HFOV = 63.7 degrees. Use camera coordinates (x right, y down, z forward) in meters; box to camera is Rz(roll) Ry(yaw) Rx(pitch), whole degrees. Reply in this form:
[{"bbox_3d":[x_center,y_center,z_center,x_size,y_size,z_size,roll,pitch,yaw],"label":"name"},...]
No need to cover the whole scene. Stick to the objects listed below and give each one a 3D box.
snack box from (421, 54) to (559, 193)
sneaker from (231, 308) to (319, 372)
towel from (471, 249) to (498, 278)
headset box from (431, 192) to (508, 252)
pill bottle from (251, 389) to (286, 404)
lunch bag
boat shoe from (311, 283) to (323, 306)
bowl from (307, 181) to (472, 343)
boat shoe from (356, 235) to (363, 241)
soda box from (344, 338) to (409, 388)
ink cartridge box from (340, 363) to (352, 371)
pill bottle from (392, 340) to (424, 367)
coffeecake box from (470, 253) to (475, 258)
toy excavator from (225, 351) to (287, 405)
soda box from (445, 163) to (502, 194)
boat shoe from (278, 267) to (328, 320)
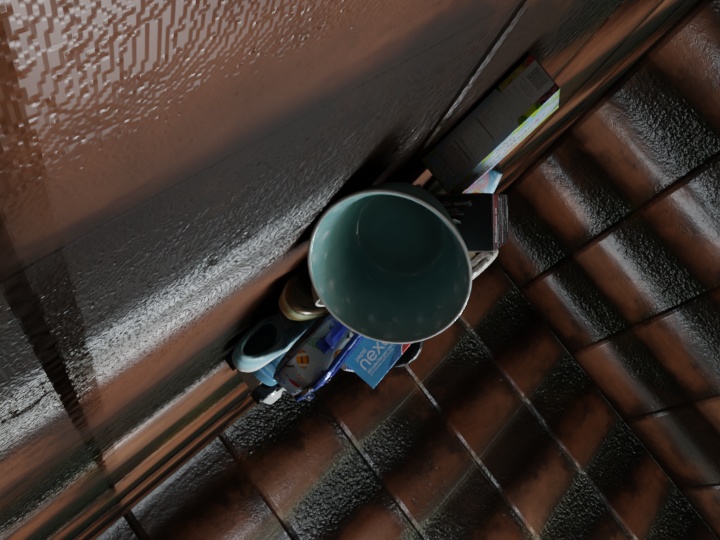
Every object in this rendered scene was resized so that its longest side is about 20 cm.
[{"bbox_3d":[0.195,-0.203,0.853,0.200,0.068,0.168,-44,172,17],"label":"snack box"},{"bbox_3d":[-0.121,0.094,0.947,0.199,0.074,0.082,-40,177,-20],"label":"sneaker"},{"bbox_3d":[0.201,0.025,1.195,0.199,0.035,0.132,-43,174,19],"label":"towel"},{"bbox_3d":[0.128,-0.069,0.828,0.144,0.080,0.199,0,-175,21],"label":"headset box"},{"bbox_3d":[-0.134,0.165,1.159,0.199,0.117,0.116,-41,174,5],"label":"pill bottle"},{"bbox_3d":[-0.045,0.107,0.886,0.201,0.075,0.160,-49,-177,-34],"label":"lunch bag"},{"bbox_3d":[0.028,0.036,0.813,0.195,0.088,0.075,4,151,-14],"label":"boat shoe"},{"bbox_3d":[0.042,-0.024,0.709,0.201,0.200,0.106,-43,-169,32],"label":"bowl"},{"bbox_3d":[0.032,-0.033,0.859,0.069,0.072,0.199,-21,168,23],"label":"boat shoe"},{"bbox_3d":[0.060,0.087,0.940,0.201,0.067,0.064,-51,-178,6],"label":"soda box"},{"bbox_3d":[-0.013,0.109,1.233,0.200,0.039,0.206,138,-40,-81],"label":"ink cartridge box"},{"bbox_3d":[0.065,0.109,1.191,0.111,0.112,0.200,-40,-169,7],"label":"pill bottle"},{"bbox_3d":[0.144,-0.047,1.226,0.072,0.155,0.200,-37,173,-12],"label":"coffeecake box"},{"bbox_3d":[-0.113,0.120,1.033,0.199,0.101,0.194,-43,173,25],"label":"toy excavator"},{"bbox_3d":[0.181,-0.110,1.041,0.069,0.062,0.204,-89,-165,-55],"label":"soda box"},{"bbox_3d":[-0.077,0.038,0.875,0.075,0.073,0.199,-30,179,24],"label":"boat shoe"}]
